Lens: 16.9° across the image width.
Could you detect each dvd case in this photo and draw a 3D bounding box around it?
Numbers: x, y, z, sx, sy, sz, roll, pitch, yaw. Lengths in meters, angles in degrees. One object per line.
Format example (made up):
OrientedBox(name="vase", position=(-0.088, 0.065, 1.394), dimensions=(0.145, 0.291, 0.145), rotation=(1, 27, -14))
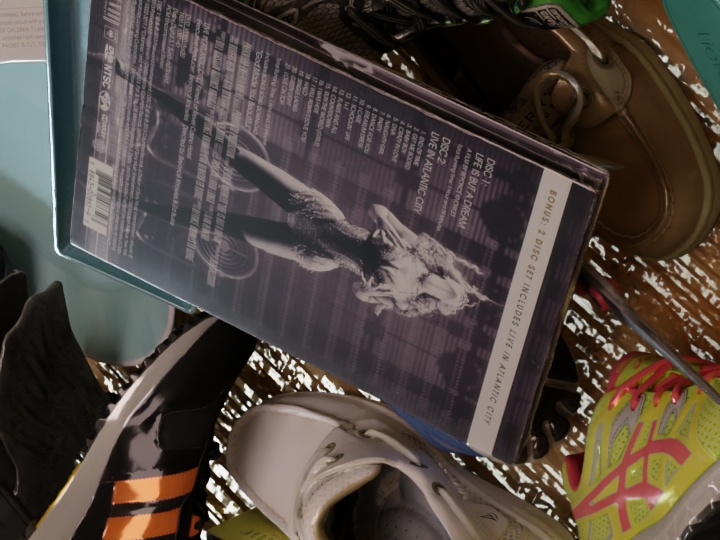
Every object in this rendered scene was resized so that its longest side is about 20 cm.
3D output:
OrientedBox(name="dvd case", position=(-0.015, -0.022, 0.888), dimensions=(0.199, 0.016, 0.149), rotation=(26, 137, 13))

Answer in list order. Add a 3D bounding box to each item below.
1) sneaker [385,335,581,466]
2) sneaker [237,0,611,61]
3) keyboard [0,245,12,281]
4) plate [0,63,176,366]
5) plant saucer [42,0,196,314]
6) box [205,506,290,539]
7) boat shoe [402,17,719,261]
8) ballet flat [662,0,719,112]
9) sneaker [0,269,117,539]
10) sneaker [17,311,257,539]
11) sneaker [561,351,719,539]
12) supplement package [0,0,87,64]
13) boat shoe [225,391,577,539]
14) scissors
OrientedBox(name="sneaker", position=(0.000, 0.000, 0.975), dimensions=(0.200, 0.078, 0.089), rotation=(55, 152, -7))
OrientedBox(name="sneaker", position=(0.037, -0.115, 0.854), dimensions=(0.199, 0.078, 0.086), rotation=(-31, 65, 21))
OrientedBox(name="keyboard", position=(-0.239, 0.002, 1.219), dimensions=(0.200, 0.021, 0.128), rotation=(33, 126, 34))
OrientedBox(name="plate", position=(-0.146, -0.046, 1.099), dimensions=(0.200, 0.026, 0.201), rotation=(34, 145, 28))
OrientedBox(name="plant saucer", position=(-0.090, -0.057, 0.954), dimensions=(0.070, 0.019, 0.200), rotation=(24, 147, 11))
OrientedBox(name="box", position=(-0.038, 0.212, 1.101), dimensions=(0.075, 0.050, 0.201), rotation=(19, 113, 34))
OrientedBox(name="boat shoe", position=(0.057, -0.079, 0.932), dimensions=(0.200, 0.063, 0.073), rotation=(48, 127, 19))
OrientedBox(name="ballet flat", position=(0.168, -0.037, 0.848), dimensions=(0.069, 0.063, 0.201), rotation=(18, 137, 55))
OrientedBox(name="sneaker", position=(-0.133, 0.101, 1.130), dimensions=(0.060, 0.104, 0.200), rotation=(20, 153, 48))
OrientedBox(name="sneaker", position=(-0.087, 0.110, 1.053), dimensions=(0.090, 0.070, 0.200), rotation=(36, 99, 4))
OrientedBox(name="sneaker", position=(0.123, 0.062, 0.893), dimensions=(0.091, 0.078, 0.200), rotation=(66, 149, 22))
OrientedBox(name="supplement package", position=(-0.080, -0.192, 0.974), dimensions=(0.119, 0.121, 0.201), rotation=(1, 104, 39))
OrientedBox(name="boat shoe", position=(0.003, 0.097, 1.004), dimensions=(0.200, 0.069, 0.071), rotation=(22, 100, 43))
OrientedBox(name="scissors", position=(0.086, 0.005, 0.885), dimensions=(0.200, 0.014, 0.073), rotation=(48, 170, 34))
